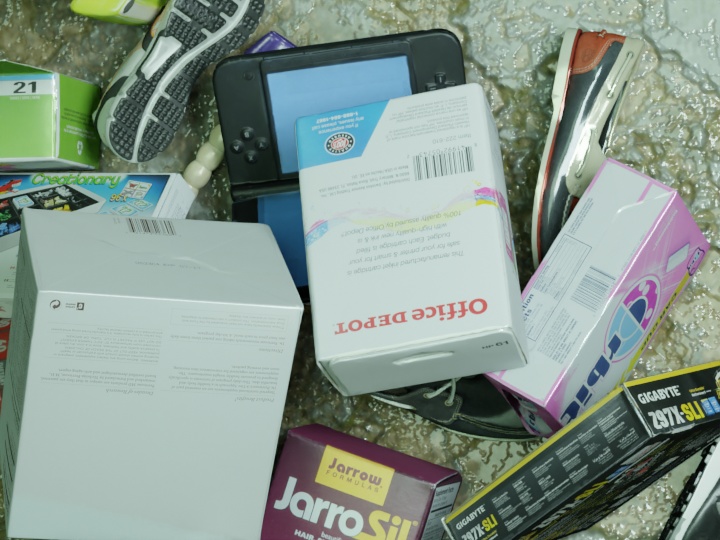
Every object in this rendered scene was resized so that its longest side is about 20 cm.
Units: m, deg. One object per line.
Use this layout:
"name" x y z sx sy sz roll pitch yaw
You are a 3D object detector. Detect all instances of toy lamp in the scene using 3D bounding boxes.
"toy lamp" -0.114 -0.104 1.743 0.058 0.058 0.200 35 98 11

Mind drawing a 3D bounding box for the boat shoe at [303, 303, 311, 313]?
"boat shoe" 0.000 0.000 1.707 0.199 0.071 0.070 1 91 15

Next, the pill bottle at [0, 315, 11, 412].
"pill bottle" -0.201 0.072 1.731 0.199 0.116 0.116 -14 86 13

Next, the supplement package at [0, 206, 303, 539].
"supplement package" -0.161 0.078 1.576 0.191 0.147 0.201 4 115 -15

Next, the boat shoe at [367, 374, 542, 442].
"boat shoe" 0.061 0.089 1.695 0.199 0.068 0.072 19 93 9

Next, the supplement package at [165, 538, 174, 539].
"supplement package" -0.154 0.245 1.674 0.109 0.200 0.114 17 92 12

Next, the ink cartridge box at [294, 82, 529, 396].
"ink cartridge box" 0.037 -0.020 1.571 0.144 0.085 0.201 -10 65 10

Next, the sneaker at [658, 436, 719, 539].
"sneaker" 0.293 0.177 1.637 0.087 0.076 0.200 27 96 6

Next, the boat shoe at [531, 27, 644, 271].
"boat shoe" 0.175 -0.089 1.671 0.062 0.071 0.201 10 88 10

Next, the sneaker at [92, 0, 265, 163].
"sneaker" -0.154 -0.182 1.746 0.074 0.080 0.200 41 81 -27

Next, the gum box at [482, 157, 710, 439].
"gum box" 0.175 0.031 1.616 0.066 0.113 0.200 29 83 29

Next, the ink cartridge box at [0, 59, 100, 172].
"ink cartridge box" -0.312 -0.122 1.716 0.147 0.200 0.076 -1 89 14

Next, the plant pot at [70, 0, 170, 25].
"plant pot" -0.206 -0.306 1.701 0.181 0.199 0.200 37 97 4

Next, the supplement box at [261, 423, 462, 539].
"supplement box" -0.017 0.237 1.692 0.131 0.103 0.201 18 93 13

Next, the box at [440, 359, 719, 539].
"box" 0.179 0.141 1.583 0.200 0.159 0.049 -42 68 35

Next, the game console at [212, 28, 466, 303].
"game console" -0.009 -0.081 1.665 0.199 0.118 0.171 -8 114 2

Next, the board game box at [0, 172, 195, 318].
"board game box" -0.241 -0.021 1.722 0.199 0.035 0.127 2 55 32
